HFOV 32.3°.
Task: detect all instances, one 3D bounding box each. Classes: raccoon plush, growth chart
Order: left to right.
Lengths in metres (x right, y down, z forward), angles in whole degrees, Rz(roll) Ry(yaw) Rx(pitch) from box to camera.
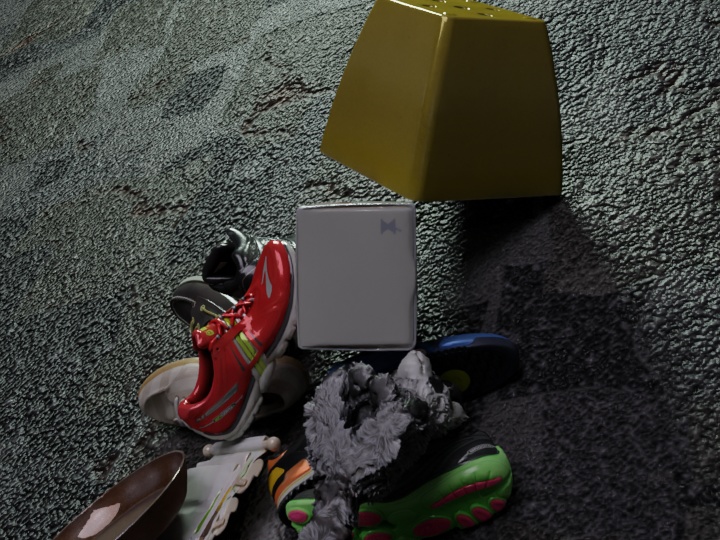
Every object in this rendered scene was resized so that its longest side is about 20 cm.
[{"bbox_3d":[-0.158,0.233,1.152,0.144,0.018,0.201,-6,44,56],"label":"growth chart"},{"bbox_3d":[0.006,0.157,1.015,0.096,0.134,0.202,34,93,28],"label":"raccoon plush"}]

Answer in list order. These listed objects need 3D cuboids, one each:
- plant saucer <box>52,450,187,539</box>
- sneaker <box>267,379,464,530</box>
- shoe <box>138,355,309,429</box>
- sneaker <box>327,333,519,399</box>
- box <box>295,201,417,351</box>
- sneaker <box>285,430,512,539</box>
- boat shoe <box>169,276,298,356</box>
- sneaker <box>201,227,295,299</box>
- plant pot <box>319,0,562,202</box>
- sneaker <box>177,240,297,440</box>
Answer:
[{"bbox_3d":[-0.232,0.245,1.149,0.199,0.035,0.200,-36,11,8],"label":"plant saucer"},{"bbox_3d":[-0.002,0.148,1.136,0.199,0.070,0.090,-35,38,-1],"label":"sneaker"},{"bbox_3d":[-0.148,0.128,1.271,0.197,0.071,0.054,-11,31,23],"label":"shoe"},{"bbox_3d":[0.054,0.086,1.175,0.197,0.066,0.079,-18,33,19],"label":"sneaker"},{"bbox_3d":[0.000,0.000,1.172,0.107,0.130,0.200,0,3,3],"label":"box"},{"bbox_3d":[0.033,0.190,1.065,0.197,0.078,0.084,-14,31,7],"label":"sneaker"},{"bbox_3d":[-0.150,0.059,1.356,0.199,0.072,0.061,15,50,43],"label":"boat shoe"},{"bbox_3d":[-0.101,-0.014,1.337,0.113,0.077,0.200,20,18,2],"label":"sneaker"},{"bbox_3d":[0.094,-0.189,1.312,0.197,0.179,0.199,-4,21,-32],"label":"plant pot"},{"bbox_3d":[-0.116,0.063,1.180,0.077,0.084,0.203,18,88,64],"label":"sneaker"}]
